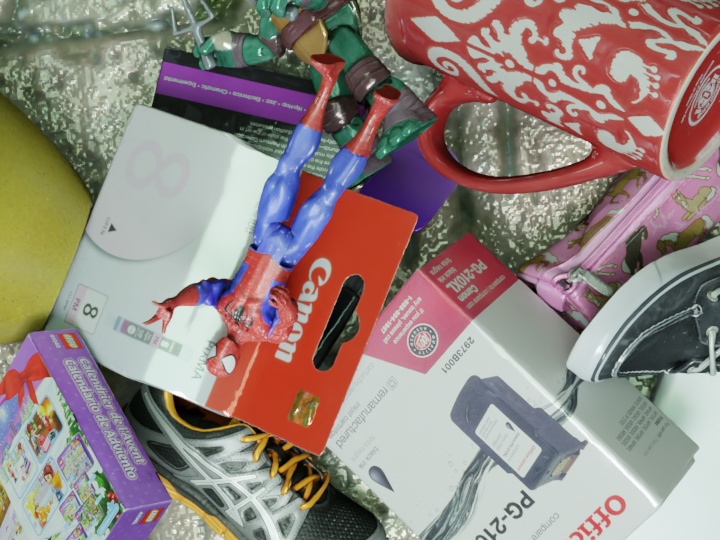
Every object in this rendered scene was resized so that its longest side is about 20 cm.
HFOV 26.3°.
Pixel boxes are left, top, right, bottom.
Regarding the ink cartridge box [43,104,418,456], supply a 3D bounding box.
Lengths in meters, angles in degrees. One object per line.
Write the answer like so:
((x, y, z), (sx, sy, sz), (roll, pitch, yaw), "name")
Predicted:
((-0.085, 0.002, 0.951), (0.199, 0.057, 0.163), (21, 87, 33), "ink cartridge box")

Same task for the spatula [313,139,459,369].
((0.000, 0.000, 1.030), (0.056, 0.021, 0.201), (32, 95, 22), "spatula")

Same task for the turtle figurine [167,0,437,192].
((-0.040, -0.150, 0.953), (0.101, 0.150, 0.200), (-36, 88, -15), "turtle figurine")

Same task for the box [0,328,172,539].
((-0.202, 0.154, 0.964), (0.137, 0.039, 0.200), (55, 127, 28), "box")

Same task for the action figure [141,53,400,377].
((-0.052, -0.018, 0.871), (0.065, 0.099, 0.201), (29, 110, 11), "action figure")

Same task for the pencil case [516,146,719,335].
((0.192, -0.042, 0.983), (0.200, 0.087, 0.083), (-46, 114, 0), "pencil case")

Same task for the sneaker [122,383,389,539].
((-0.069, 0.129, 0.996), (0.199, 0.078, 0.077), (28, 119, 4), "sneaker")

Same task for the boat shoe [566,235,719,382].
((0.207, 0.031, 0.939), (0.068, 0.199, 0.072), (44, 131, 26), "boat shoe")

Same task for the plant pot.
((-0.255, -0.030, 0.983), (0.141, 0.200, 0.201), (22, 90, -16), "plant pot")

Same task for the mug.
((0.130, -0.130, 0.948), (0.200, 0.178, 0.133), (32, 46, 29), "mug")

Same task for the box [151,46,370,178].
((-0.084, -0.035, 1.025), (0.142, 0.036, 0.201), (14, 86, 9), "box")

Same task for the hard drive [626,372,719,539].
((0.240, 0.136, 1.008), (0.131, 0.027, 0.201), (22, 91, 5), "hard drive")

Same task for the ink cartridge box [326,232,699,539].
((0.084, 0.102, 0.959), (0.200, 0.084, 0.145), (44, 122, 8), "ink cartridge box")
